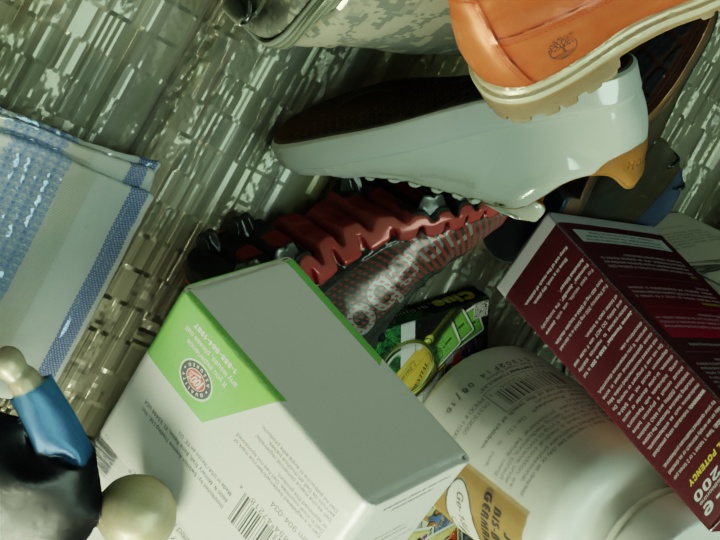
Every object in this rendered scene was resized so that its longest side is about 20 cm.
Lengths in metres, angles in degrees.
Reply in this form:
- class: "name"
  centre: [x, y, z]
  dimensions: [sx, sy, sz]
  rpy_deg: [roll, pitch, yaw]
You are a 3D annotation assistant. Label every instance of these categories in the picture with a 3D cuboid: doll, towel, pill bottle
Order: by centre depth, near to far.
- class: "doll"
  centre: [-0.185, 0.096, 0.888]
  dimensions: [0.200, 0.048, 0.137]
  rpy_deg: [16, 106, -6]
- class: "towel"
  centre: [-0.206, -0.018, 0.901]
  dimensions: [0.200, 0.024, 0.147]
  rpy_deg: [20, 102, -39]
- class: "pill bottle"
  centre: [0.127, 0.134, 1.074]
  dimensions: [0.114, 0.200, 0.114]
  rpy_deg: [-17, 122, -29]

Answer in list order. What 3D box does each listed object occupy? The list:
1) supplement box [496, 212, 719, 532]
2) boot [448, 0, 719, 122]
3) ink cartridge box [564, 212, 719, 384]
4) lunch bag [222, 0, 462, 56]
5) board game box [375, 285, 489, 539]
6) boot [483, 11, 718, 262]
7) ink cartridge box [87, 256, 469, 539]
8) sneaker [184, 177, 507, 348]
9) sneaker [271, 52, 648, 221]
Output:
- class: "supplement box"
  centre: [0.180, 0.055, 1.041]
  dimensions: [0.109, 0.200, 0.061]
  rpy_deg: [6, 126, -46]
- class: "boot"
  centre: [0.125, -0.161, 0.853]
  dimensions: [0.200, 0.075, 0.107]
  rpy_deg: [-36, 138, 1]
- class: "ink cartridge box"
  centre: [0.229, 0.065, 1.146]
  dimensions: [0.083, 0.200, 0.147]
  rpy_deg: [-10, 118, -36]
- class: "lunch bag"
  centre: [0.039, -0.186, 0.929]
  dimensions: [0.200, 0.139, 0.168]
  rpy_deg: [-3, 131, -34]
- class: "board game box"
  centre: [0.030, 0.114, 1.143]
  dimensions: [0.105, 0.023, 0.200]
  rpy_deg: [-16, 121, -28]
- class: "boot"
  centre: [0.159, -0.084, 1.102]
  dimensions: [0.097, 0.075, 0.200]
  rpy_deg: [11, 123, -49]
- class: "ink cartridge box"
  centre: [-0.060, 0.117, 0.943]
  dimensions: [0.084, 0.146, 0.200]
  rpy_deg: [-19, 150, -49]
- class: "sneaker"
  centre: [0.000, 0.000, 1.030]
  dimensions: [0.200, 0.071, 0.098]
  rpy_deg: [-23, 124, -23]
- class: "sneaker"
  centre: [0.053, -0.057, 0.974]
  dimensions: [0.073, 0.200, 0.085]
  rpy_deg: [-65, 145, -58]
